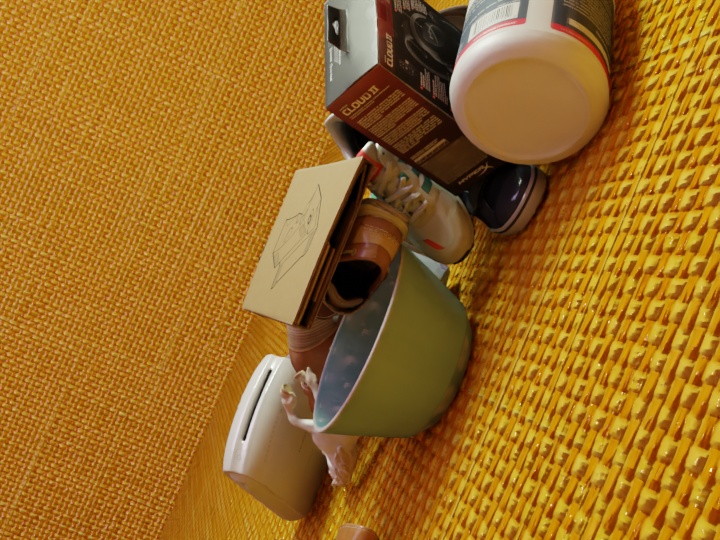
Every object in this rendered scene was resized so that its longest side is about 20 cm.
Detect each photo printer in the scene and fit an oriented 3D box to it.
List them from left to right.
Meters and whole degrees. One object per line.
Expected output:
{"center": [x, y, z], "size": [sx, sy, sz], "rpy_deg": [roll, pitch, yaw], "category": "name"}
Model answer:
{"center": [-0.099, 0.210, 1.254], "size": [0.200, 0.069, 0.168], "rpy_deg": [60, -135, -56], "category": "photo printer"}

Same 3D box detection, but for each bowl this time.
{"center": [0.040, 0.083, 0.983], "size": [0.201, 0.104, 0.203], "rpy_deg": [-156, 90, -81], "category": "bowl"}

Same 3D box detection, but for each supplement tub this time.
{"center": [0.162, -0.210, 0.914], "size": [0.141, 0.139, 0.202], "rpy_deg": [-54, 15, 48], "category": "supplement tub"}

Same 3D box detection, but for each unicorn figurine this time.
{"center": [-0.021, 0.163, 1.115], "size": [0.200, 0.138, 0.074], "rpy_deg": [-39, -3, 39], "category": "unicorn figurine"}

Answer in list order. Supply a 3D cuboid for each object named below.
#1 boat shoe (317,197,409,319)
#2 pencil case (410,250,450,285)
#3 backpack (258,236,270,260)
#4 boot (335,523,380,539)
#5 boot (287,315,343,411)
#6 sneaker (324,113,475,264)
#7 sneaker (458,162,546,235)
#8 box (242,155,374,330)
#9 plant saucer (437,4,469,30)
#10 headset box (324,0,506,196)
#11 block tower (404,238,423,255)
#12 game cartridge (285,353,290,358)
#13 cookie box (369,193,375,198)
{"center": [-0.019, 0.005, 0.972], "size": [0.200, 0.075, 0.073], "rpy_deg": [127, 162, -56], "category": "boat shoe"}
{"center": [0.000, 0.000, 1.103], "size": [0.092, 0.198, 0.083], "rpy_deg": [-64, -10, -8], "category": "pencil case"}
{"center": [-0.052, -0.009, 1.515], "size": [0.136, 0.181, 0.200], "rpy_deg": [-58, -3, -8], "category": "backpack"}
{"center": [-0.019, 0.306, 0.887], "size": [0.156, 0.073, 0.200], "rpy_deg": [-64, 12, -14], "category": "boot"}
{"center": [0.004, 0.075, 1.207], "size": [0.074, 0.198, 0.157], "rpy_deg": [38, 145, 57], "category": "boot"}
{"center": [0.031, -0.085, 0.991], "size": [0.070, 0.201, 0.093], "rpy_deg": [-45, -23, 29], "category": "sneaker"}
{"center": [0.125, -0.090, 1.018], "size": [0.079, 0.079, 0.200], "rpy_deg": [-64, 12, 6], "category": "sneaker"}
{"center": [-0.057, -0.028, 0.979], "size": [0.165, 0.021, 0.200], "rpy_deg": [-69, 19, -6], "category": "box"}
{"center": [0.094, -0.198, 1.102], "size": [0.035, 0.198, 0.202], "rpy_deg": [46, 115, 49], "category": "plant saucer"}
{"center": [0.046, -0.187, 0.953], "size": [0.077, 0.199, 0.150], "rpy_deg": [-34, 43, 35], "category": "headset box"}
{"center": [0.044, 0.011, 1.274], "size": [0.202, 0.053, 0.058], "rpy_deg": [-65, 11, 6], "category": "block tower"}
{"center": [-0.073, 0.153, 1.390], "size": [0.132, 0.041, 0.201], "rpy_deg": [-19, -26, -40], "category": "game cartridge"}
{"center": [0.084, -0.148, 1.370], "size": [0.202, 0.074, 0.171], "rpy_deg": [-64, 9, 11], "category": "cookie box"}
